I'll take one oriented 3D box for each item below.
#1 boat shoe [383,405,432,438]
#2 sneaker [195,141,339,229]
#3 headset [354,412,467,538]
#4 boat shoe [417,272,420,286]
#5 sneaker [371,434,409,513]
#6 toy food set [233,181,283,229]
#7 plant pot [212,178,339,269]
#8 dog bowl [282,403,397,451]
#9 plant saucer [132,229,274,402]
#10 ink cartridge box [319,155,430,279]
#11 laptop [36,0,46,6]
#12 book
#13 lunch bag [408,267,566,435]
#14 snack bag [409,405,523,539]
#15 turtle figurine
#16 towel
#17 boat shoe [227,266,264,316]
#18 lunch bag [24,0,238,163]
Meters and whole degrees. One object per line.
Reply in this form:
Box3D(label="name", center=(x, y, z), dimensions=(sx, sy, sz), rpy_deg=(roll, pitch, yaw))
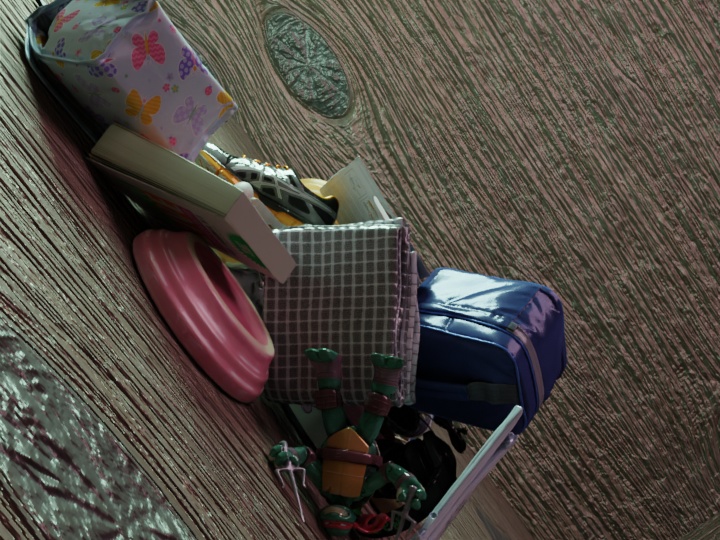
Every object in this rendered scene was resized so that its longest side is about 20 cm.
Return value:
Box3D(label="boat shoe", center=(0.024, 0.116, 1.264), dimensions=(0.201, 0.071, 0.091), rpy_deg=(57, 2, 12))
Box3D(label="sneaker", center=(-0.115, -0.098, 1.233), dimensions=(0.200, 0.077, 0.078), rpy_deg=(35, -20, 2))
Box3D(label="headset", center=(0.062, 0.227, 1.134), dimensions=(0.094, 0.123, 0.200), rpy_deg=(58, 39, -19))
Box3D(label="boat shoe", center=(0.000, 0.000, 1.198), dimensions=(0.200, 0.072, 0.073), rpy_deg=(11, -54, 65))
Box3D(label="sneaker", center=(0.032, 0.230, 1.352), dimensions=(0.067, 0.090, 0.200), rpy_deg=(54, 4, -35))
Box3D(label="toy food set", center=(-0.172, -0.079, 1.196), dimensions=(0.199, 0.061, 0.144), rpy_deg=(27, -12, 29))
Box3D(label="plant pot", center=(-0.104, -0.040, 1.364), dimensions=(0.183, 0.200, 0.201), rpy_deg=(22, 30, -56))
Box3D(label="dog bowl", center=(-0.028, 0.170, 1.239), dimensions=(0.201, 0.074, 0.200), rpy_deg=(56, 4, -5))
Box3D(label="plant saucer", center=(-0.148, 0.036, 1.018), dimensions=(0.201, 0.051, 0.201), rpy_deg=(56, 4, -5))
Box3D(label="ink cartridge box", center=(0.027, -0.060, 1.239), dimensions=(0.163, 0.050, 0.200), rpy_deg=(59, -19, -2))
Box3D(label="laptop", center=(-0.299, -0.275, 1.340), dimensions=(0.200, 0.116, 0.187), rpy_deg=(57, 3, 29))
Box3D(label="book", center=(-0.168, -0.065, 1.037), dimensions=(0.199, 0.048, 0.134), rpy_deg=(25, -18, 33))
Box3D(label="lunch bag", center=(0.116, 0.090, 1.140), dimensions=(0.199, 0.132, 0.136), rpy_deg=(9, -54, 34))
Box3D(label="snack bag", center=(0.102, 0.233, 1.047), dimensions=(0.021, 0.189, 0.200), rpy_deg=(38, -23, 14))
Box3D(label="turtle figurine", center=(-0.015, 0.180, 0.982), dimensions=(0.101, 0.149, 0.201), rpy_deg=(123, -27, -74))
Box3D(label="towel", center=(-0.023, 0.044, 1.090), dimensions=(0.085, 0.165, 0.201), rpy_deg=(11, 77, -64))
Box3D(label="boat shoe", center=(-0.133, 0.023, 1.213), dimensions=(0.074, 0.067, 0.200), rpy_deg=(57, 3, 25))
Box3D(label="lunch bag", center=(-0.262, -0.206, 1.103), dimensions=(0.199, 0.127, 0.170), rpy_deg=(21, -23, 43))
